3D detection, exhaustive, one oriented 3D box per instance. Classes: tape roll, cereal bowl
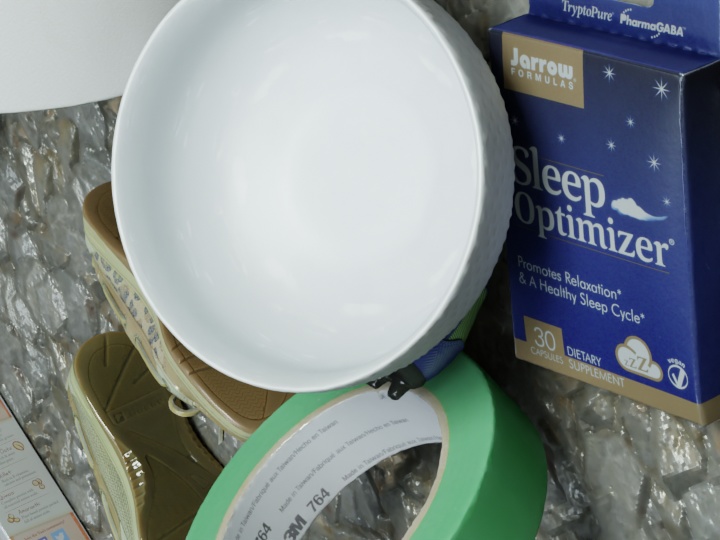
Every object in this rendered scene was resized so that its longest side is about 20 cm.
[{"bbox_3d":[-0.002,0.127,1.193,0.200,0.201,0.048,1,141,52],"label":"tape roll"},{"bbox_3d":[-0.158,-0.175,1.220,0.202,0.202,0.140,16,122,47],"label":"tape roll"},{"bbox_3d":[-0.013,-0.045,1.132,0.199,0.083,0.201,1,92,29],"label":"cereal bowl"}]

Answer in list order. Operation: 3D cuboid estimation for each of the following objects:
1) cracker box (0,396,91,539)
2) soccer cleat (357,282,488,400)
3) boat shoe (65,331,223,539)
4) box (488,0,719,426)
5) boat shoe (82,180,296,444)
[{"bbox_3d":[-0.253,0.175,1.661,0.200,0.058,0.134,55,142,14],"label":"cracker box"},{"bbox_3d":[0.001,0.001,1.241,0.065,0.084,0.200,47,174,-31],"label":"soccer cleat"},{"bbox_3d":[-0.122,0.136,1.461,0.201,0.073,0.063,61,151,13],"label":"boat shoe"},{"bbox_3d":[0.112,-0.040,1.091,0.121,0.032,0.201,19,123,46],"label":"box"},{"bbox_3d":[-0.093,0.030,1.369,0.200,0.073,0.063,54,150,35],"label":"boat shoe"}]
